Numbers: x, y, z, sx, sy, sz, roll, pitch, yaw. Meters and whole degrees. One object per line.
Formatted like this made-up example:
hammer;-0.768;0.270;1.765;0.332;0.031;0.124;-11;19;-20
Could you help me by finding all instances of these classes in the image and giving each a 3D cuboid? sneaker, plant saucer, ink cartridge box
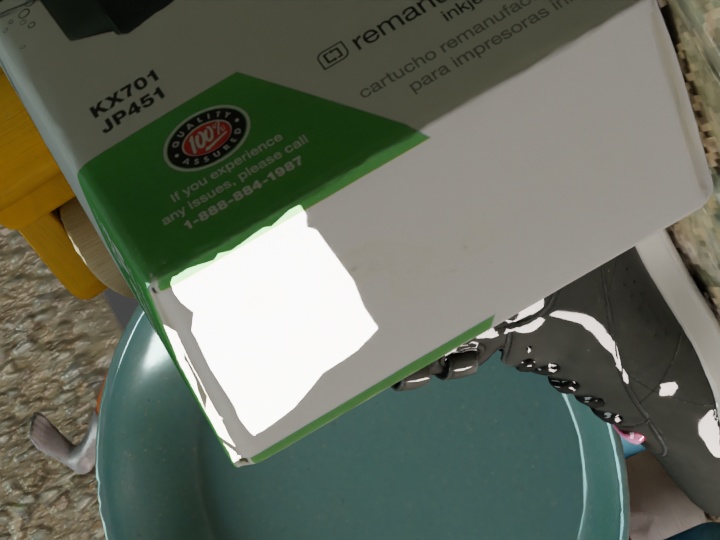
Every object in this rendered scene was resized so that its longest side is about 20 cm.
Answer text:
sneaker;0.050;0.017;0.834;0.200;0.099;0.071;60;174;-31
plant saucer;0.004;0.072;0.942;0.200;0.200;0.036;58;-154;6
ink cartridge box;-0.021;-0.068;0.743;0.200;0.147;0.083;54;172;42

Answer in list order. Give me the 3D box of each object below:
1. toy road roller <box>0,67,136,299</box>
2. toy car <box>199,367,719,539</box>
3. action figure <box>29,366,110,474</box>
toy road roller;-0.134;-0.063;1.233;0.200;0.123;0.146;51;-154;-19
toy car;0.069;0.096;1.050;0.177;0.184;0.200;62;-154;1
action figure;-0.038;0.040;1.347;0.200;0.193;0.105;-15;-93;-51
